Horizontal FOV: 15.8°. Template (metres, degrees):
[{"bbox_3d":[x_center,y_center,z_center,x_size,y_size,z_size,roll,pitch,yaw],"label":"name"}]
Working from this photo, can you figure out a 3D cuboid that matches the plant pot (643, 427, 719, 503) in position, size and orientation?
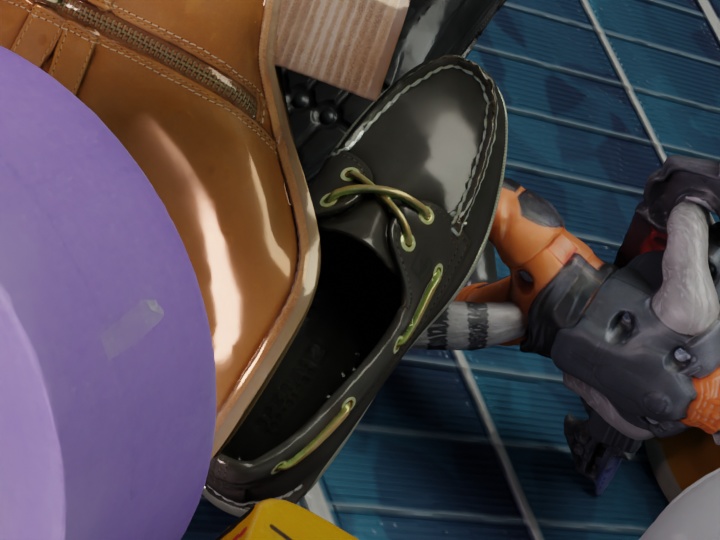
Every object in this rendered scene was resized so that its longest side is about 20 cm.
[{"bbox_3d":[0.235,0.053,1.200,0.183,0.200,0.200,-15,65,-37],"label":"plant pot"}]

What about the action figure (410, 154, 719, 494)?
[{"bbox_3d":[0.086,0.037,1.072,0.193,0.200,0.105,17,43,10],"label":"action figure"}]

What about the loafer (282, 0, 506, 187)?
[{"bbox_3d":[0.011,-0.095,1.137,0.068,0.070,0.201,31,70,23],"label":"loafer"}]

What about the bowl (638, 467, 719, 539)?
[{"bbox_3d":[0.169,0.138,1.030,0.201,0.201,0.090,21,22,-34],"label":"bowl"}]

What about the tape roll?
[{"bbox_3d":[-0.148,0.032,0.753,0.200,0.200,0.085,49,32,4],"label":"tape roll"}]

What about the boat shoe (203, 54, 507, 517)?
[{"bbox_3d":[0.000,0.000,0.978,0.072,0.061,0.202,28,76,6],"label":"boat shoe"}]

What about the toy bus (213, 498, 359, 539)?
[{"bbox_3d":[0.021,0.164,0.926,0.200,0.065,0.078,38,34,-13],"label":"toy bus"}]

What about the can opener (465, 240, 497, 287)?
[{"bbox_3d":[0.020,-0.068,1.204,0.053,0.067,0.201,20,53,-38],"label":"can opener"}]

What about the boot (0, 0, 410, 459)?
[{"bbox_3d":[-0.083,-0.041,0.900,0.154,0.201,0.074,18,-4,-6],"label":"boot"}]
